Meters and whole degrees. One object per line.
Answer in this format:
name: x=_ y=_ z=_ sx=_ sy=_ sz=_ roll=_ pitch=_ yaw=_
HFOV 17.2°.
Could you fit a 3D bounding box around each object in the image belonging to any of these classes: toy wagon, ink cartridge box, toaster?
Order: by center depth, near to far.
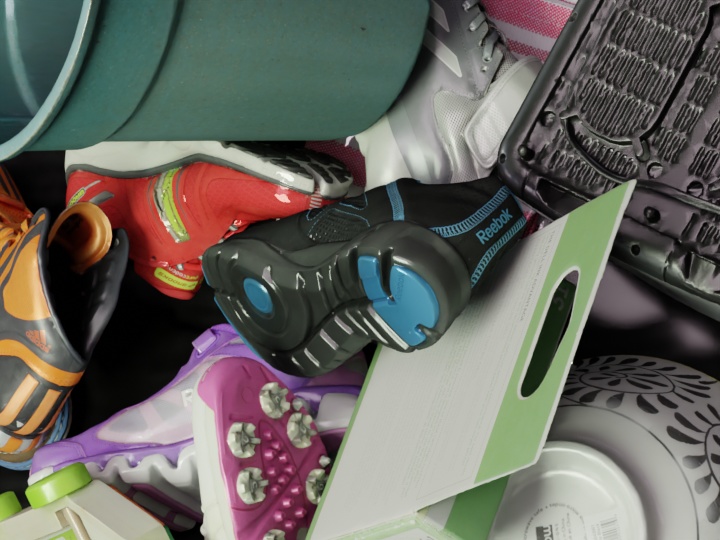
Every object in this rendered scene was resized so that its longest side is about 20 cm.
ink cartridge box: x=0.059 y=0.055 z=1.058 sx=0.200 sy=0.048 sz=0.146 roll=-25 pitch=37 yaw=55
toaster: x=0.179 y=-0.063 z=1.100 sx=0.180 sy=0.119 sz=0.201 roll=28 pitch=88 yaw=28
toy wagon: x=-0.119 y=0.170 z=1.162 sx=0.200 sy=0.039 sz=0.156 roll=-25 pitch=92 yaw=48

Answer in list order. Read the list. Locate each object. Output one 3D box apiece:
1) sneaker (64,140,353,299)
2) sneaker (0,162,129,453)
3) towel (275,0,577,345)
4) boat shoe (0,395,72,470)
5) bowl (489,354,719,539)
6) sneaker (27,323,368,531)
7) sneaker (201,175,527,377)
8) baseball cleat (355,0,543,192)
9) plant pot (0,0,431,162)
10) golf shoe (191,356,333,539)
sneaker: x=-0.079 y=-0.027 z=1.228 sx=0.199 sy=0.077 sz=0.086 roll=3 pitch=87 yaw=47
sneaker: x=-0.169 y=-0.012 z=1.234 sx=0.112 sy=0.077 sz=0.201 roll=-48 pitch=46 yaw=31
towel: x=0.034 y=-0.059 z=1.215 sx=0.146 sy=0.030 sz=0.201 roll=20 pitch=86 yaw=28
boat shoe: x=-0.236 y=0.033 z=1.288 sx=0.200 sy=0.072 sz=0.072 roll=42 pitch=96 yaw=27
bowl: x=0.104 y=0.130 z=1.098 sx=0.200 sy=0.094 sz=0.202 roll=-6 pitch=75 yaw=23
sneaker: x=-0.076 y=0.074 z=1.208 sx=0.199 sy=0.080 sz=0.089 roll=-16 pitch=62 yaw=18
sneaker: x=0.000 y=0.000 z=1.113 sx=0.082 sy=0.073 sz=0.199 roll=-40 pitch=21 yaw=-30
baseball cleat: x=0.052 y=-0.118 z=1.177 sx=0.106 sy=0.070 sz=0.201 roll=1 pitch=87 yaw=22
plant pot: x=-0.083 y=-0.143 z=1.119 sx=0.200 sy=0.195 sz=0.202 roll=-8 pitch=81 yaw=56
golf shoe: x=-0.053 y=0.135 z=1.139 sx=0.091 sy=0.075 sz=0.201 roll=-1 pitch=114 yaw=39
